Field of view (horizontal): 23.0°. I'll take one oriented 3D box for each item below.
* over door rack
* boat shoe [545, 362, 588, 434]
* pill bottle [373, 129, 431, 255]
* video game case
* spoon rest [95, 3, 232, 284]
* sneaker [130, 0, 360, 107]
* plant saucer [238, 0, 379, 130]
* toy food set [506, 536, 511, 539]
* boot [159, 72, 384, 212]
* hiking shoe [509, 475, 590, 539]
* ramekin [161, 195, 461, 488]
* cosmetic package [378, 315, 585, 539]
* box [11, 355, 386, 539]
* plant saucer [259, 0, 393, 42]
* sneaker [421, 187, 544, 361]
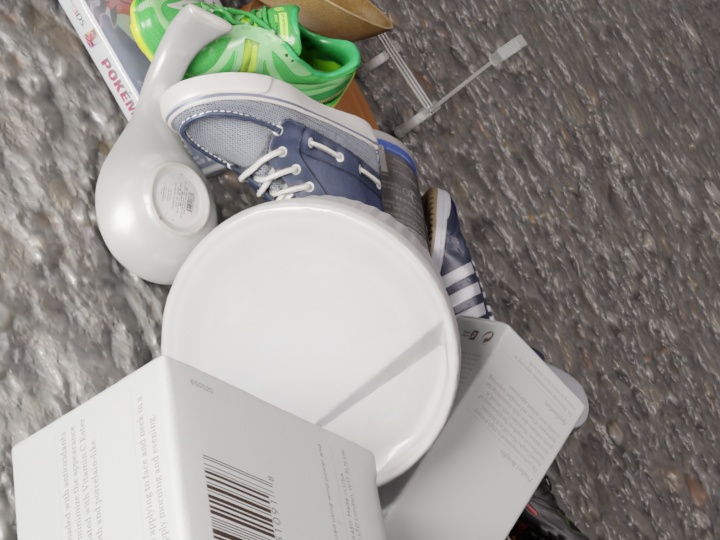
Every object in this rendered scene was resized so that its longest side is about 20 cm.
[{"bbox_3d":[0.056,-0.229,1.709,0.200,0.066,0.148,-39,98,-42],"label":"over door rack"},{"bbox_3d":[0.094,0.086,1.477,0.199,0.066,0.072,25,53,-14],"label":"boat shoe"},{"bbox_3d":[0.000,0.000,1.351,0.113,0.113,0.201,33,37,-41],"label":"pill bottle"},{"bbox_3d":[-0.139,-0.161,1.372,0.183,0.023,0.200,60,27,0],"label":"video game case"},{"bbox_3d":[-0.135,-0.085,1.249,0.099,0.060,0.202,24,64,-34],"label":"spoon rest"},{"bbox_3d":[-0.086,-0.179,1.344,0.199,0.083,0.075,12,53,-36],"label":"sneaker"},{"bbox_3d":[-0.035,-0.144,1.494,0.201,0.032,0.201,51,20,-26],"label":"plant saucer"},{"bbox_3d":[0.151,0.317,1.353,0.201,0.060,0.144,53,28,-13],"label":"toy food set"},{"bbox_3d":[-0.051,-0.071,1.226,0.199,0.072,0.091,11,58,-45],"label":"boot"},{"bbox_3d":[0.141,0.193,1.442,0.200,0.075,0.101,48,32,-21],"label":"hiking shoe"},{"bbox_3d":[-0.027,0.043,1.184,0.203,0.201,0.094,55,16,-8],"label":"ramekin"},{"bbox_3d":[0.063,0.143,1.250,0.102,0.074,0.201,45,71,-27],"label":"cosmetic package"},{"bbox_3d":[-0.081,0.188,1.005,0.199,0.130,0.200,30,39,-45],"label":"box"},{"bbox_3d":[-0.064,-0.247,1.506,0.199,0.036,0.200,32,13,-8],"label":"plant saucer"},{"bbox_3d":[0.088,0.035,1.416,0.107,0.070,0.202,12,63,-18],"label":"sneaker"}]
